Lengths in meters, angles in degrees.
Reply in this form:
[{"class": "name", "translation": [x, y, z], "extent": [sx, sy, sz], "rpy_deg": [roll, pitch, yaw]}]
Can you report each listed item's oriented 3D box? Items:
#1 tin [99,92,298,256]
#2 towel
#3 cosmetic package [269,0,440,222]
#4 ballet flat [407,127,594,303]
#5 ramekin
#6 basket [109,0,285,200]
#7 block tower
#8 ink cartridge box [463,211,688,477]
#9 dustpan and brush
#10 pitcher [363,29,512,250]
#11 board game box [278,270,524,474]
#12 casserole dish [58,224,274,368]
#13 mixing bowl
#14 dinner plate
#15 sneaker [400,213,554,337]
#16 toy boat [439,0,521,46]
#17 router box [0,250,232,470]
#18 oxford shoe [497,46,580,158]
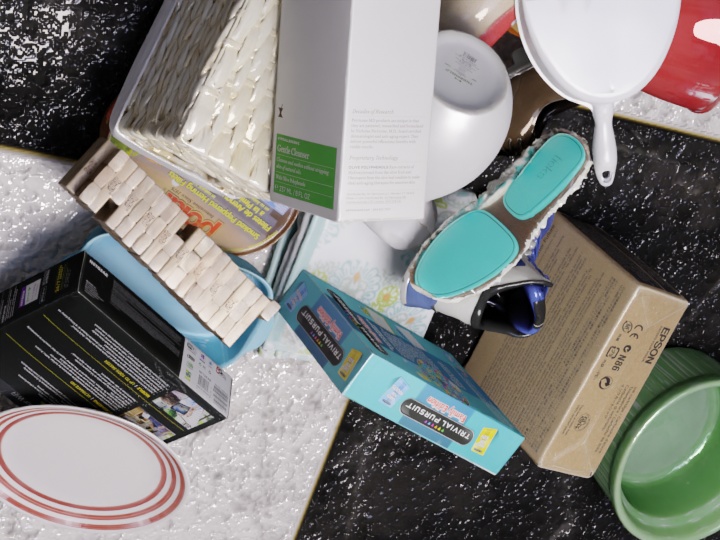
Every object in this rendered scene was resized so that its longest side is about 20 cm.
[{"class": "tin", "translation": [-0.137, -0.090, 1.513], "extent": [0.200, 0.042, 0.112], "rpy_deg": [37, 93, -35]}, {"class": "towel", "translation": [0.000, 0.000, 1.624], "extent": [0.171, 0.048, 0.201], "rpy_deg": [10, 112, -33]}, {"class": "cosmetic package", "translation": [-0.004, -0.144, 1.332], "extent": [0.084, 0.107, 0.201], "rpy_deg": [-4, 102, -33]}, {"class": "ballet flat", "translation": [0.124, -0.040, 1.527], "extent": [0.200, 0.072, 0.072], "rpy_deg": [-41, 126, -8]}, {"class": "ramekin", "translation": [0.331, 0.178, 1.845], "extent": [0.199, 0.098, 0.201], "rpy_deg": [-11, 121, -19]}, {"class": "basket", "translation": [-0.088, -0.164, 1.411], "extent": [0.135, 0.123, 0.201], "rpy_deg": [29, 85, -34]}, {"class": "block tower", "translation": [-0.157, -0.019, 1.452], "extent": [0.200, 0.054, 0.058], "rpy_deg": [44, 81, -19]}, {"class": "ink cartridge box", "translation": [0.200, 0.069, 1.681], "extent": [0.075, 0.165, 0.201], "rpy_deg": [16, 110, -33]}, {"class": "dustpan and brush", "translation": [0.202, -0.161, 1.462], "extent": [0.139, 0.057, 0.201], "rpy_deg": [-8, 107, -3]}, {"class": "pitcher", "translation": [0.025, -0.121, 1.451], "extent": [0.171, 0.122, 0.200], "rpy_deg": [28, 146, -7]}, {"class": "board game box", "translation": [0.035, 0.092, 1.570], "extent": [0.200, 0.151, 0.047], "rpy_deg": [30, 101, -36]}, {"class": "casserole dish", "translation": [-0.171, 0.018, 1.532], "extent": [0.199, 0.039, 0.121], "rpy_deg": [18, 124, -21]}, {"class": "mixing bowl", "translation": [0.255, -0.241, 1.534], "extent": [0.108, 0.200, 0.201], "rpy_deg": [4, 116, -10]}, {"class": "dinner plate", "translation": [-0.248, 0.172, 1.563], "extent": [0.199, 0.024, 0.201], "rpy_deg": [3, 139, 3]}, {"class": "sneaker", "translation": [0.134, 0.006, 1.602], "extent": [0.199, 0.115, 0.081], "rpy_deg": [-34, 146, -46]}, {"class": "toy boat", "translation": [0.125, -0.245, 1.501], "extent": [0.200, 0.131, 0.131], "rpy_deg": [-39, 137, 0]}, {"class": "router box", "translation": [-0.229, 0.082, 1.518], "extent": [0.149, 0.051, 0.200], "rpy_deg": [-24, 131, 26]}, {"class": "oxford shoe", "translation": [0.115, -0.129, 1.554], "extent": [0.199, 0.085, 0.073], "rpy_deg": [-29, 169, 8]}]
